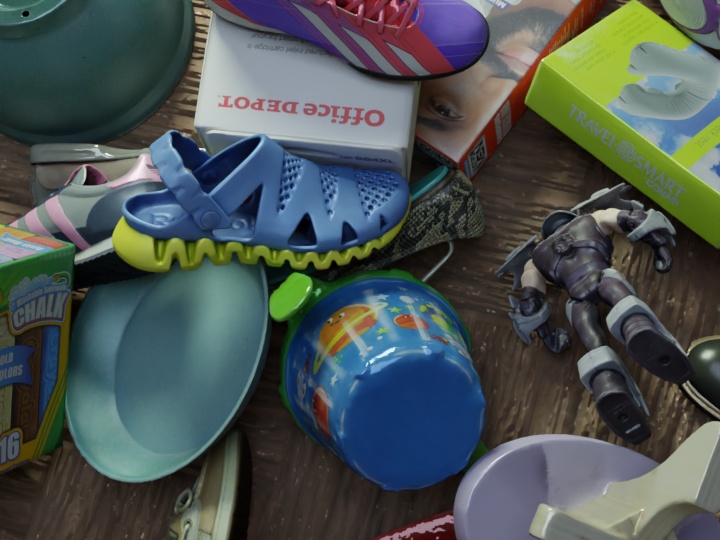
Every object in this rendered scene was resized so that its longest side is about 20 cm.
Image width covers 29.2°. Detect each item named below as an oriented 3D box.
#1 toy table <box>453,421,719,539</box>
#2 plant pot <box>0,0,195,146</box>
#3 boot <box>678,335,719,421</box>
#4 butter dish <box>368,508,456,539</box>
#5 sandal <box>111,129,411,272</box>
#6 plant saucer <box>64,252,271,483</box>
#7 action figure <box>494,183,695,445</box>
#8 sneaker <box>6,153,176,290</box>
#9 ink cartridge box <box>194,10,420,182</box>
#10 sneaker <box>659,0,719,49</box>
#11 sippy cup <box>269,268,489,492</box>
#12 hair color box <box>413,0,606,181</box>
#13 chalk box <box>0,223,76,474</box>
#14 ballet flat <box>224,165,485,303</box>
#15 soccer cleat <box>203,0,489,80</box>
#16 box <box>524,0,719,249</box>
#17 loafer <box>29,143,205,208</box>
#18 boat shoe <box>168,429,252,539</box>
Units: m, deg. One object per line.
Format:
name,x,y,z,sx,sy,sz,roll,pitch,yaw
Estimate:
toy table,0.166,0.174,0.839,0.200,0.117,0.184,12,88,-19
plant pot,-0.241,-0.211,1.063,0.200,0.134,0.200,-3,71,7
boot,0.310,0.074,0.887,0.200,0.138,0.078,15,75,14
butter dish,0.022,0.261,0.864,0.199,0.148,0.200,-22,70,0
sandal,-0.063,-0.050,0.908,0.200,0.087,0.080,-5,32,-13
plant saucer,-0.131,0.055,0.978,0.200,0.036,0.200,-18,60,34
action figure,0.161,0.019,0.940,0.130,0.069,0.200,-46,31,23
sneaker,-0.215,-0.032,1.014,0.200,0.070,0.082,-8,72,28
ink cartridge box,-0.027,-0.169,0.973,0.146,0.084,0.200,7,75,4
sneaker,0.250,-0.244,1.021,0.100,0.075,0.200,-23,58,-17
sippy cup,0.021,0.079,0.905,0.178,0.130,0.140,7,102,-13
hair color box,0.090,-0.175,1.040,0.111,0.064,0.200,34,81,16
chalk box,-0.281,0.031,0.942,0.125,0.124,0.200,16,107,25
ballet flat,0.000,0.000,0.993,0.200,0.068,0.075,-28,103,9
soccer cleat,-0.014,-0.177,0.892,0.200,0.073,0.068,18,76,7
box,0.231,-0.100,0.980,0.200,0.048,0.122,41,53,18
loafer,-0.157,-0.062,1.044,0.200,0.072,0.063,4,90,16
boat shoe,-0.118,0.205,0.944,0.063,0.073,0.201,9,81,6
